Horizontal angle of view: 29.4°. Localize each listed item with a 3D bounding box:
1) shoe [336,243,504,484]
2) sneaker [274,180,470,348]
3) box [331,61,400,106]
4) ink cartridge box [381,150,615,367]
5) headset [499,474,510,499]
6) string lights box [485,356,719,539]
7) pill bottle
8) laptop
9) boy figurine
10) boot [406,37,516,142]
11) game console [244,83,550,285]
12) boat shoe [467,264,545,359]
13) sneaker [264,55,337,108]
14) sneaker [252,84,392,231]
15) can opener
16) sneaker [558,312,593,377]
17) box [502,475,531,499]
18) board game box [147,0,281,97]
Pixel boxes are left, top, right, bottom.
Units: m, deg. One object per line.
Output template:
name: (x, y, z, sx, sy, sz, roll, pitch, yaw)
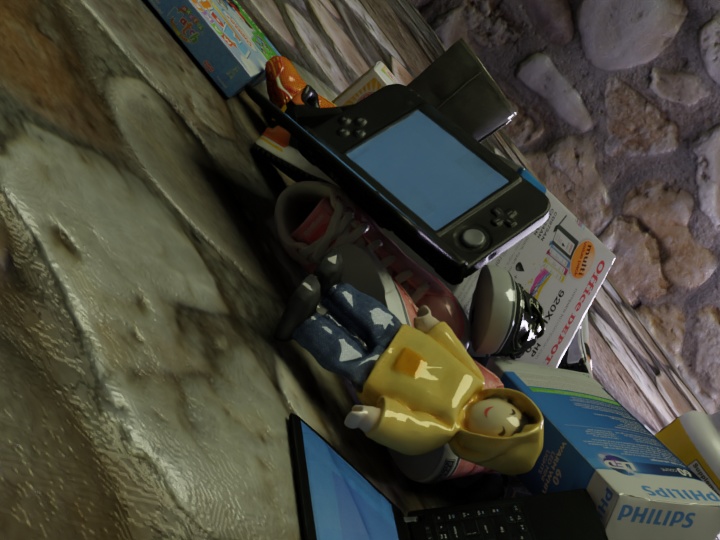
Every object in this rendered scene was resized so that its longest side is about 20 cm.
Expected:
shoe: (0.042, 0.070, 1.044, 0.090, 0.071, 0.201, 6, 49, -46)
sneaker: (0.000, 0.000, 1.105, 0.200, 0.075, 0.105, 47, 7, 33)
box: (0.042, -0.115, 1.496, 0.200, 0.112, 0.101, 48, 12, -7)
ink cartridge box: (0.115, -0.013, 1.294, 0.144, 0.148, 0.200, 27, -5, 42)
headset: (0.203, 0.223, 1.166, 0.199, 0.094, 0.124, 36, 17, -14)
string lights box: (0.171, 0.140, 1.023, 0.102, 0.059, 0.200, 11, 19, -26)
pill bottle: (0.316, 0.211, 1.346, 0.113, 0.200, 0.113, 47, 13, -14)
laptop: (0.065, 0.163, 0.832, 0.178, 0.198, 0.104, -104, -172, -61)
boy figurine: (0.035, 0.076, 0.939, 0.199, 0.065, 0.124, 36, 45, 11)
boot: (0.033, -0.164, 1.397, 0.182, 0.200, 0.073, 46, 16, -20)
game console: (0.033, -0.095, 1.094, 0.200, 0.175, 0.117, 42, -29, 28)
boat shoe: (0.118, 0.037, 1.098, 0.200, 0.056, 0.069, 82, 14, -83)
sneaker: (-0.029, -0.126, 1.334, 0.201, 0.077, 0.073, 58, -14, 8)
sneaker: (-0.005, -0.106, 1.213, 0.199, 0.091, 0.070, 28, -6, 36)
can opener: (0.088, 0.116, 1.146, 0.053, 0.066, 0.201, 46, 18, -24)
sneaker: (0.217, 0.096, 1.445, 0.080, 0.073, 0.203, 10, 79, -69)
box: (0.166, 0.219, 0.983, 0.156, 0.050, 0.200, 18, 10, 7)
board game box: (-0.150, -0.250, 1.377, 0.152, 0.036, 0.200, 50, 14, -6)
